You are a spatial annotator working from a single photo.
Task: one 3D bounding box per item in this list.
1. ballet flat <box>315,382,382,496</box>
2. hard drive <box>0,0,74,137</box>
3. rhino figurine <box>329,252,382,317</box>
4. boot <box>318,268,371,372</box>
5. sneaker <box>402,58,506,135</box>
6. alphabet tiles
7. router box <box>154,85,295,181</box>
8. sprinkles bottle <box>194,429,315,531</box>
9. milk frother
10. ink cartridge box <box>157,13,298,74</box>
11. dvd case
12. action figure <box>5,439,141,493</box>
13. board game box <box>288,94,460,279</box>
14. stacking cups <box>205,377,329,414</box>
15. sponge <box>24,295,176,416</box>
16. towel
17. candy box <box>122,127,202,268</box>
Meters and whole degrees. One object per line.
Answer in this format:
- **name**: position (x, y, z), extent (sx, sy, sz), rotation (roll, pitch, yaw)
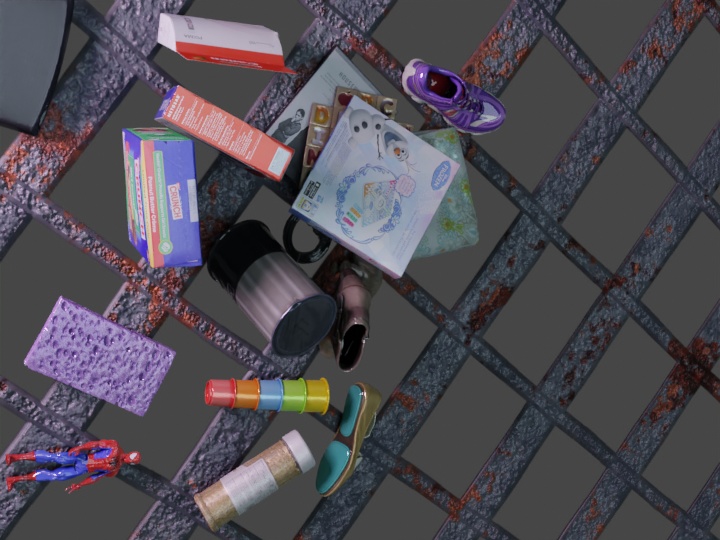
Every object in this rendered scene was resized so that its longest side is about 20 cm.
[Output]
- **ballet flat**: position (-0.013, 0.289, 1.664), extent (0.062, 0.068, 0.203), rotation (18, 95, -39)
- **hard drive**: position (-0.472, -0.296, 1.343), extent (0.133, 0.042, 0.204), rotation (15, 95, -25)
- **rhino figurine**: position (0.000, 0.000, 1.606), extent (0.086, 0.060, 0.204), rotation (10, 100, -28)
- **boot**: position (-0.027, 0.102, 1.532), extent (0.069, 0.147, 0.203), rotation (4, 127, -10)
- **sneaker**: position (0.158, -0.275, 1.601), extent (0.197, 0.083, 0.082), rotation (19, 94, -27)
- **alphabet tiles**: position (-0.005, -0.177, 1.528), extent (0.163, 0.006, 0.204), rotation (11, 83, -10)
- **router box**: position (-0.195, -0.192, 1.389), extent (0.177, 0.200, 0.050), rotation (28, 90, -16)
- **sprinkles bottle**: position (-0.170, 0.340, 1.602), extent (0.198, 0.068, 0.069), rotation (-32, 112, -14)
- **milk frother**: position (-0.093, 0.006, 1.492), extent (0.200, 0.188, 0.180), rotation (-46, 148, 1)
- **ink cartridge box**: position (-0.185, -0.318, 1.376), extent (0.159, 0.200, 0.058), rotation (2, 104, -24)
- **dvd case**: position (-0.052, -0.224, 1.553), extent (0.150, 0.025, 0.201), rotation (42, 83, -25)
- **action figure**: position (-0.430, 0.294, 1.493), extent (0.196, 0.052, 0.067), rotation (-4, 100, -25)
- **board game box**: position (0.022, -0.126, 1.504), extent (0.197, 0.043, 0.202), rotation (31, 79, -8)
- **stacking cups**: position (-0.148, 0.199, 1.585), extent (0.196, 0.060, 0.062), rotation (5, 100, -24)
- **sponge**: position (-0.388, 0.130, 1.483), extent (0.198, 0.030, 0.113), rotation (29, 89, -25)
- **towel**: position (0.105, -0.126, 1.594), extent (0.169, 0.048, 0.204), rotation (-12, 91, -30)
- **candy box**: position (-0.280, -0.106, 1.382), extent (0.076, 0.200, 0.173), rotation (-6, 104, -21)
